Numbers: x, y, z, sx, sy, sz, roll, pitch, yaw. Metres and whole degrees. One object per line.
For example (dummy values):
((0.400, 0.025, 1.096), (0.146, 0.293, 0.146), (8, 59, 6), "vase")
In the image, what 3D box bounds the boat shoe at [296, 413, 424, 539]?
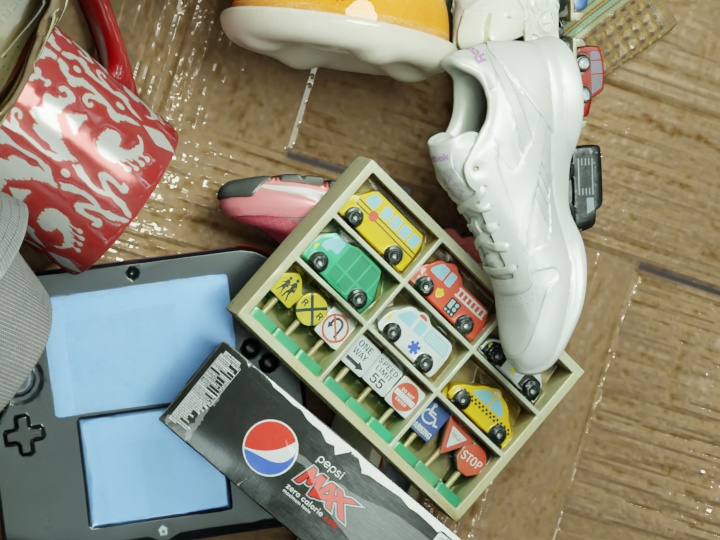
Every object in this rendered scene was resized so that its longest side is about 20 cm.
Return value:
((-0.002, 0.171, 1.474), (0.062, 0.071, 0.202), (19, 87, -38), "boat shoe")

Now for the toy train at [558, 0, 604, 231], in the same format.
((0.133, -0.123, 1.471), (0.045, 0.034, 0.202), (-5, 99, -15), "toy train")

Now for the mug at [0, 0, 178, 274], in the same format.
((-0.203, -0.116, 1.376), (0.200, 0.133, 0.178), (38, 89, -15), "mug")

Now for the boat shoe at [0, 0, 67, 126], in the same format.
((-0.229, -0.090, 1.271), (0.074, 0.075, 0.203), (29, 94, -19), "boat shoe")

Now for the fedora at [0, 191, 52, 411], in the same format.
((-0.250, 0.047, 1.311), (0.200, 0.177, 0.090), (-43, 116, -11), "fedora")

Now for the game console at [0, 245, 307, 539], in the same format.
((-0.133, 0.082, 1.445), (0.198, 0.031, 0.179), (-7, 88, -9), "game console")

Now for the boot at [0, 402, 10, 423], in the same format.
((-0.282, 0.105, 1.392), (0.137, 0.077, 0.202), (15, 93, 2), "boot")

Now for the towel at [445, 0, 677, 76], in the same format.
((0.095, -0.201, 1.481), (0.146, 0.022, 0.201), (-34, 103, -5), "towel")

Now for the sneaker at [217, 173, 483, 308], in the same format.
((0.000, 0.000, 1.444), (0.199, 0.074, 0.088), (20, 82, -15), "sneaker")

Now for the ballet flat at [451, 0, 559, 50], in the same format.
((0.085, -0.122, 1.435), (0.071, 0.072, 0.202), (-4, 99, -11), "ballet flat")

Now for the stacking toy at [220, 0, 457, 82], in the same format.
((0.000, -0.222, 1.401), (0.145, 0.146, 0.202), (9, 89, -12), "stacking toy")

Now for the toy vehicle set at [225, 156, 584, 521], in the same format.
((0.029, 0.043, 1.419), (0.200, 0.026, 0.124), (44, 82, -21), "toy vehicle set")

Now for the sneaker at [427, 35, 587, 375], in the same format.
((0.082, -0.038, 1.382), (0.099, 0.075, 0.202), (-1, 89, -27), "sneaker")

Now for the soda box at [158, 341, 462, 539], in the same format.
((-0.025, 0.131, 1.399), (0.200, 0.071, 0.063), (40, 86, 5), "soda box")
